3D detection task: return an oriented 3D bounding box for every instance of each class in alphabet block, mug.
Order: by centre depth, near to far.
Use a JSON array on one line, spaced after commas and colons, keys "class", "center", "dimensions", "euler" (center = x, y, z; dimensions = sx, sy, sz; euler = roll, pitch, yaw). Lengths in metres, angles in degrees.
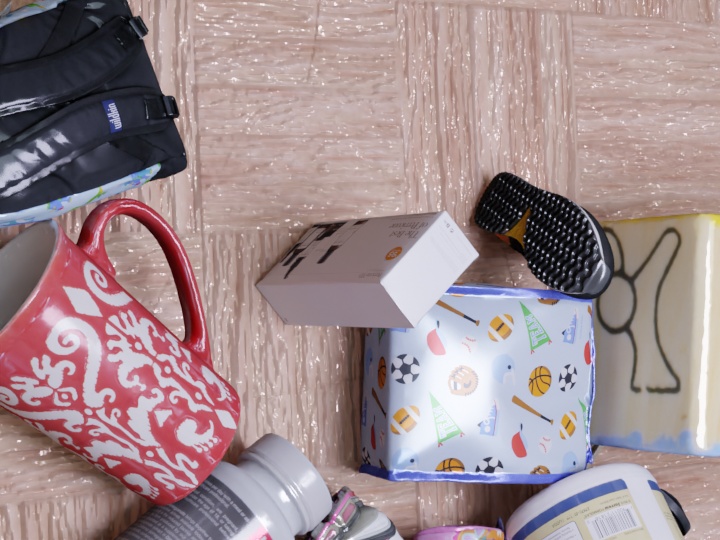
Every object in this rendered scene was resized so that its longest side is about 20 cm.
[{"class": "mug", "center": [-0.179, 0.061, 1.103], "dimensions": [0.177, 0.134, 0.200], "euler": [-44, 117, 8]}, {"class": "alphabet block", "center": [0.309, 0.060, 1.342], "dimensions": [0.195, 0.195, 0.202], "euler": [5, 87, -32]}]

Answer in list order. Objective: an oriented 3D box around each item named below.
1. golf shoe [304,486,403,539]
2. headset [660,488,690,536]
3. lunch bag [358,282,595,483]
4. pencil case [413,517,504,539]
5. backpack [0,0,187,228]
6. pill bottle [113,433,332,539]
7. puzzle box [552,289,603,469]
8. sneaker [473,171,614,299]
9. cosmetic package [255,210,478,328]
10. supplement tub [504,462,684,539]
[{"class": "golf shoe", "center": [-0.030, 0.273, 1.201], "dimensions": [0.092, 0.073, 0.201], "euler": [36, 60, -1]}, {"class": "headset", "center": [0.264, 0.264, 1.420], "dimensions": [0.198, 0.094, 0.125], "euler": [22, 81, -13]}, {"class": "lunch bag", "center": [0.104, 0.097, 1.278], "dimensions": [0.198, 0.124, 0.172], "euler": [2, 88, -14]}, {"class": "pencil case", "center": [0.091, 0.312, 1.254], "dimensions": [0.087, 0.087, 0.202], "euler": [8, 65, -30]}, {"class": "backpack", "center": [-0.249, -0.104, 1.080], "dimensions": [0.200, 0.153, 0.164], "euler": [-38, 110, -48]}, {"class": "pill bottle", "center": [-0.119, 0.218, 1.153], "dimensions": [0.200, 0.110, 0.111], "euler": [-40, 108, -26]}, {"class": "puzzle box", "center": [0.213, 0.079, 1.408], "dimensions": [0.133, 0.025, 0.200], "euler": [47, 67, -20]}, {"class": "sneaker", "center": [0.179, -0.024, 1.296], "dimensions": [0.090, 0.200, 0.070], "euler": [25, 100, -30]}, {"class": "cosmetic package", "center": [0.000, 0.000, 1.180], "dimensions": [0.051, 0.199, 0.083], "euler": [50, 66, -20]}, {"class": "supplement tub", "center": [0.219, 0.280, 1.256], "dimensions": [0.143, 0.145, 0.201], "euler": [-4, 57, -31]}]
